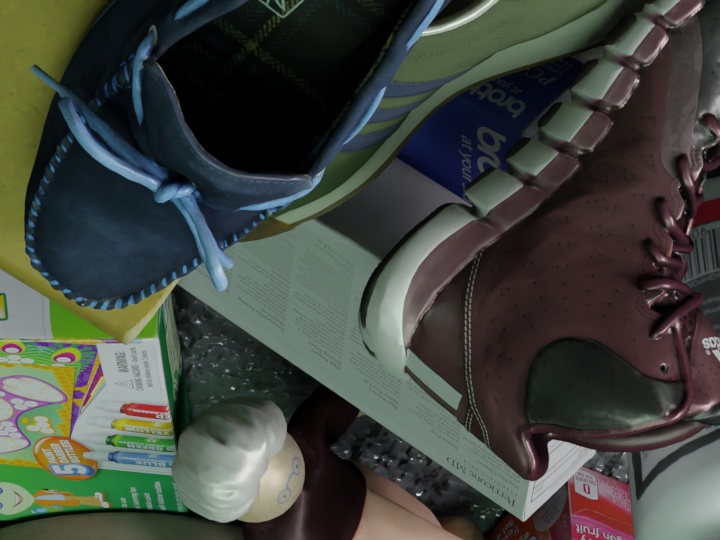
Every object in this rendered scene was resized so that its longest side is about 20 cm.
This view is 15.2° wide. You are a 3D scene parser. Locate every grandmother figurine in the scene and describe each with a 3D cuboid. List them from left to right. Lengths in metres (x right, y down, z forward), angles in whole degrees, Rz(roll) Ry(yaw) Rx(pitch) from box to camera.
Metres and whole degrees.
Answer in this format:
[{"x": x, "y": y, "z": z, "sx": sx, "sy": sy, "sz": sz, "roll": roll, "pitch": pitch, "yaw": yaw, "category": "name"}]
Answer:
[{"x": -0.013, "y": 0.100, "z": 1.118, "sx": 0.060, "sy": 0.122, "sz": 0.200, "roll": -3, "pitch": 158, "yaw": 29, "category": "grandmother figurine"}]

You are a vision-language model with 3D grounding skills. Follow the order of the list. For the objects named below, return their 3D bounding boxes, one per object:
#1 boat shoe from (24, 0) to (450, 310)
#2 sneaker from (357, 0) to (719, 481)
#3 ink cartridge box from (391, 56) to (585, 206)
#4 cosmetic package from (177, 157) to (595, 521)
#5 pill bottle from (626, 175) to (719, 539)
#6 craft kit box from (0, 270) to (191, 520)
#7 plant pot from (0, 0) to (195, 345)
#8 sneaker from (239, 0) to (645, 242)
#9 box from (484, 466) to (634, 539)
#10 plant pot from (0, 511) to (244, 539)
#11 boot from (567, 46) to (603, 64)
[{"x": -0.040, "y": -0.051, "z": 0.719, "sx": 0.084, "sy": 0.069, "sz": 0.200, "roll": 28, "pitch": 130, "yaw": -12, "category": "boat shoe"}, {"x": 0.104, "y": -0.010, "z": 0.873, "sx": 0.200, "sy": 0.116, "sz": 0.076, "roll": -45, "pitch": 157, "yaw": 4, "category": "sneaker"}, {"x": 0.038, "y": -0.012, "z": 1.016, "sx": 0.094, "sy": 0.044, "sz": 0.200, "roll": 31, "pitch": 146, "yaw": 28, "category": "ink cartridge box"}, {"x": 0.000, "y": 0.000, "z": 0.980, "sx": 0.200, "sy": 0.051, "sz": 0.083, "roll": 34, "pitch": 140, "yaw": 23, "category": "cosmetic package"}, {"x": 0.156, "y": 0.068, "z": 1.022, "sx": 0.110, "sy": 0.200, "sz": 0.111, "roll": 0, "pitch": 138, "yaw": 0, "category": "pill bottle"}, {"x": -0.170, "y": 0.048, "z": 1.074, "sx": 0.197, "sy": 0.049, "sz": 0.200, "roll": 2, "pitch": 155, "yaw": 2, "category": "craft kit box"}, {"x": -0.105, "y": -0.137, "z": 0.826, "sx": 0.200, "sy": 0.195, "sz": 0.196, "roll": 24, "pitch": 131, "yaw": -15, "category": "plant pot"}, {"x": 0.000, "y": -0.082, "z": 0.888, "sx": 0.200, "sy": 0.067, "sz": 0.090, "roll": -28, "pitch": 150, "yaw": 20, "category": "sneaker"}, {"x": 0.149, "y": 0.179, "z": 1.210, "sx": 0.200, "sy": 0.100, "sz": 0.096, "roll": 23, "pitch": 132, "yaw": -23, "category": "box"}, {"x": -0.098, "y": 0.226, "z": 1.180, "sx": 0.199, "sy": 0.174, "sz": 0.200, "roll": -1, "pitch": 150, "yaw": 0, "category": "plant pot"}, {"x": 0.159, "y": -0.130, "z": 0.909, "sx": 0.181, "sy": 0.073, "sz": 0.200, "roll": 20, "pitch": 127, "yaw": -1, "category": "boot"}]
